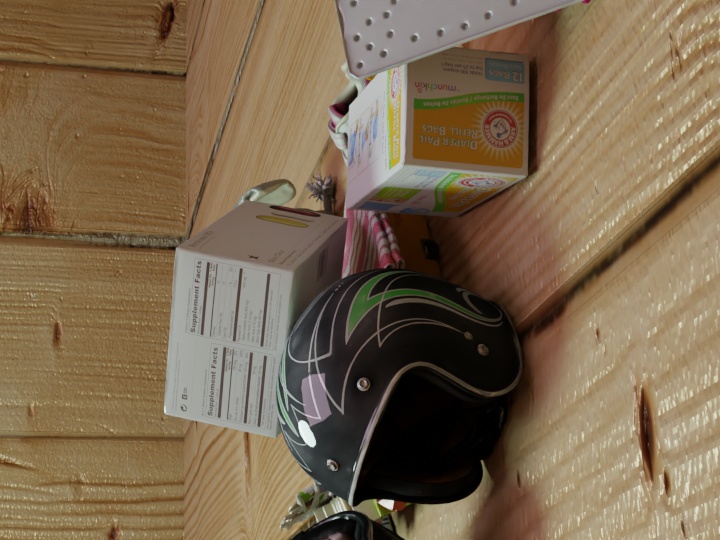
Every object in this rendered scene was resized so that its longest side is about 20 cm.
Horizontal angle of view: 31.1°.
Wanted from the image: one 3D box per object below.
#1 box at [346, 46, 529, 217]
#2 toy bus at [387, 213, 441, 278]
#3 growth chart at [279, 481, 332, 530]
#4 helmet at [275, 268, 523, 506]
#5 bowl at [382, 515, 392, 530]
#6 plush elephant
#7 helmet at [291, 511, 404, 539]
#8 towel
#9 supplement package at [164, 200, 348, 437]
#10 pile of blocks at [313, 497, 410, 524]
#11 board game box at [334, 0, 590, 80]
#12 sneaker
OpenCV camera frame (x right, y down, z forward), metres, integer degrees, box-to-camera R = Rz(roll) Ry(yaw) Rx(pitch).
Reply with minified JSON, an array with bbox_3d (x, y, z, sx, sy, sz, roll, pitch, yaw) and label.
[{"bbox_3d":[0.062,-0.115,1.116,0.200,0.111,0.103,149,123,-75],"label":"box"},{"bbox_3d":[0.033,-0.023,1.315,0.201,0.064,0.079,-104,20,-47],"label":"toy bus"},{"bbox_3d":[-0.015,0.217,1.338,0.018,0.143,0.200,60,157,16],"label":"growth chart"},{"bbox_3d":[0.023,0.095,1.074,0.200,0.188,0.203,-177,90,-76],"label":"helmet"},{"bbox_3d":[-0.026,0.357,1.416,0.201,0.093,0.204,-177,90,-77],"label":"bowl"},{"bbox_3d":[-0.108,-0.040,1.690,0.165,0.152,0.203,125,145,-64],"label":"plush elephant"},{"bbox_3d":[0.008,0.318,1.068,0.191,0.200,0.200,51,172,-12],"label":"helmet"},{"bbox_3d":[0.000,0.000,1.251,0.201,0.029,0.148,-109,25,-55],"label":"towel"},{"bbox_3d":[-0.093,0.037,1.202,0.200,0.109,0.158,-50,-31,-70],"label":"supplement package"},{"bbox_3d":[0.018,0.240,1.314,0.063,0.081,0.200,65,149,18],"label":"pile of blocks"},{"bbox_3d":[0.065,-0.267,0.983,0.026,0.198,0.203,12,-115,-64],"label":"board game box"},{"bbox_3d":[0.003,-0.150,1.407,0.082,0.087,0.203,-119,34,-64],"label":"sneaker"}]
